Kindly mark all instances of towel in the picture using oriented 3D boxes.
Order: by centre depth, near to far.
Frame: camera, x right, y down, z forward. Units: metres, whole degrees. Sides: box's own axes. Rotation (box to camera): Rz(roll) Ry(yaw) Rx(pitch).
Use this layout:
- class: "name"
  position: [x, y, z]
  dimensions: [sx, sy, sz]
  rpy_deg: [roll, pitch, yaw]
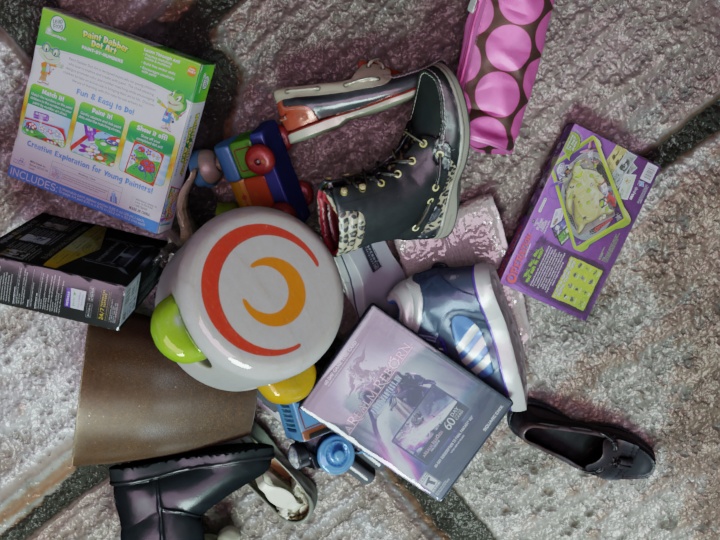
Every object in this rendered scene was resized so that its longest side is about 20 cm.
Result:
- class: "towel"
  position: [0.123, 0.020, 1.134]
  dimensions: [0.132, 0.034, 0.201]
  rpy_deg: [-17, 104, 5]

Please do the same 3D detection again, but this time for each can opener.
- class: "can opener"
  position: [-0.053, 0.198, 1.170]
  dimensions: [0.200, 0.067, 0.053]
  rpy_deg: [39, 104, -8]

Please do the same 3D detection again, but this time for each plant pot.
- class: "plant pot"
  position: [-0.226, 0.142, 1.113]
  dimensions: [0.199, 0.187, 0.188]
  rpy_deg: [8, 106, -14]

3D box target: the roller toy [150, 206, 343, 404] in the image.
- class: "roller toy"
  position: [-0.120, 0.035, 1.016]
  dimensions: [0.199, 0.140, 0.183]
  rpy_deg: [21, 68, -20]

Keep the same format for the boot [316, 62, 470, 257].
- class: "boot"
  position: [0.034, -0.111, 1.009]
  dimensions: [0.153, 0.073, 0.205]
  rpy_deg: [-15, 125, -25]

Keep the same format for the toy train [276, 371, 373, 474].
- class: "toy train"
  position: [-0.001, 0.164, 1.119]
  dimensions: [0.199, 0.087, 0.115]
  rpy_deg: [-18, 93, -22]

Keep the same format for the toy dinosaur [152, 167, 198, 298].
- class: "toy dinosaur"
  position: [-0.200, -0.012, 1.092]
  dimensions: [0.047, 0.088, 0.201]
  rpy_deg: [17, 132, 35]

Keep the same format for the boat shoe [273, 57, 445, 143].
- class: "boat shoe"
  position: [0.002, -0.203, 1.057]
  dimensions: [0.199, 0.071, 0.063]
  rpy_deg: [-19, 92, 3]

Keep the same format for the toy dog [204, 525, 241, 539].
- class: "toy dog"
  position: [-0.221, 0.391, 1.207]
  dimensions: [0.193, 0.140, 0.200]
  rpy_deg: [-28, 105, 35]

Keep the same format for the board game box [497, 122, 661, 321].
- class: "board game box"
  position: [0.251, -0.055, 1.097]
  dimensions: [0.120, 0.032, 0.201]
  rpy_deg: [23, 97, -15]

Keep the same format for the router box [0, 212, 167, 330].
- class: "router box"
  position: [-0.314, -0.004, 1.049]
  dimensions: [0.156, 0.200, 0.053]
  rpy_deg: [13, 105, -2]

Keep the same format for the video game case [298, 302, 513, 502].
- class: "video game case"
  position: [0.052, 0.150, 1.060]
  dimensions: [0.200, 0.019, 0.143]
  rpy_deg: [35, 95, -11]

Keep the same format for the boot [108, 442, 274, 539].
- class: "boot"
  position: [-0.190, 0.297, 1.107]
  dimensions: [0.199, 0.076, 0.169]
  rpy_deg: [-8, 90, -15]

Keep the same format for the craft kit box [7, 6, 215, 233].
- class: "craft kit box"
  position: [-0.283, -0.169, 1.062]
  dimensions: [0.199, 0.049, 0.199]
  rpy_deg: [21, 108, 9]

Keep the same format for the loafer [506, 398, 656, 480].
- class: "loafer"
  position: [0.277, 0.222, 1.172]
  dimensions: [0.199, 0.063, 0.072]
  rpy_deg: [21, 105, -5]

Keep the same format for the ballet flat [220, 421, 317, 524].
- class: "ballet flat"
  position: [-0.131, 0.242, 1.185]
  dimensions: [0.200, 0.064, 0.067]
  rpy_deg: [43, 102, -10]

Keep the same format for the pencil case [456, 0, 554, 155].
- class: "pencil case"
  position: [0.146, -0.229, 1.038]
  dimensions: [0.093, 0.091, 0.201]
  rpy_deg: [0, 107, -36]

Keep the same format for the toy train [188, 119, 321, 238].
- class: "toy train"
  position: [-0.115, -0.064, 1.099]
  dimensions: [0.115, 0.085, 0.201]
  rpy_deg: [-11, 113, 21]

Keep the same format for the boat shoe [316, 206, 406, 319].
- class: "boat shoe"
  position: [0.000, 0.000, 1.112]
  dimensions: [0.072, 0.066, 0.201]
  rpy_deg: [-36, 117, -20]

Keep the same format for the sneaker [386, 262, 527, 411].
- class: "sneaker"
  position: [0.107, 0.087, 1.104]
  dimensions: [0.146, 0.081, 0.201]
  rpy_deg: [-12, 116, 17]
